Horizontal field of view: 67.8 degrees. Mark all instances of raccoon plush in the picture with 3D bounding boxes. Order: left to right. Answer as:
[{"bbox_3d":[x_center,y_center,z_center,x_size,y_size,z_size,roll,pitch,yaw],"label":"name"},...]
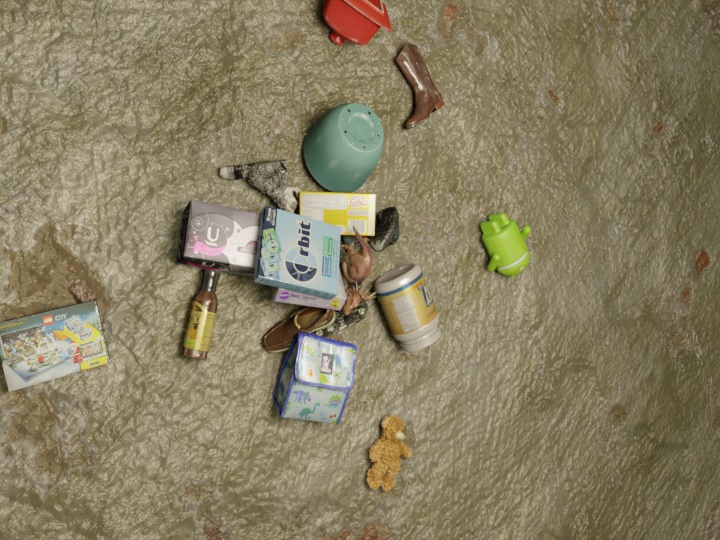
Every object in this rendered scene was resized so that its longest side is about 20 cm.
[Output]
[{"bbox_3d":[-0.243,-0.200,1.340,0.191,0.097,0.140,-4,106,3],"label":"raccoon plush"}]

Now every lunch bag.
[{"bbox_3d":[-0.109,0.265,1.337,0.165,0.127,0.207,15,99,-26],"label":"lunch bag"}]

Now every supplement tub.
[{"bbox_3d":[0.132,0.101,1.471,0.142,0.143,0.206,-28,102,-23],"label":"supplement tub"}]

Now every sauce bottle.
[{"bbox_3d":[-0.372,0.102,1.262,0.063,0.064,0.209,13,82,-25],"label":"sauce bottle"}]

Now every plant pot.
[{"bbox_3d":[-0.028,-0.324,1.362,0.193,0.160,0.209,8,72,-25],"label":"plant pot"}]

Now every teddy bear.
[{"bbox_3d":[0.081,0.510,1.483,0.144,0.066,0.204,38,74,-24],"label":"teddy bear"}]

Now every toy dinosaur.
[{"bbox_3d":[0.000,0.000,1.331,0.082,0.137,0.207,2,118,-19],"label":"toy dinosaur"}]

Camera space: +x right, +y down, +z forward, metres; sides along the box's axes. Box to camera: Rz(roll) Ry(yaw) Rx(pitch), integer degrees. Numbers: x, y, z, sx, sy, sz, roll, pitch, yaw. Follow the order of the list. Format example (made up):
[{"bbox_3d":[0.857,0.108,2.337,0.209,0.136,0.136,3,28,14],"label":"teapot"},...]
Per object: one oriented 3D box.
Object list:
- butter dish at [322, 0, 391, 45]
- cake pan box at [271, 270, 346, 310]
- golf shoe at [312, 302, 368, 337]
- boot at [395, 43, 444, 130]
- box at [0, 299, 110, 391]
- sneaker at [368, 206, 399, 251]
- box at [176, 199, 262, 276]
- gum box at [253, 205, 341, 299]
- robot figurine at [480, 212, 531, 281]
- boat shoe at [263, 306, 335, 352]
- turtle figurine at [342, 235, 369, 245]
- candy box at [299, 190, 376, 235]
[{"bbox_3d":[-0.031,-0.666,1.407,0.195,0.148,0.204,25,37,-24],"label":"butter dish"},{"bbox_3d":[-0.137,0.000,1.330,0.178,0.053,0.204,13,40,-26],"label":"cake pan box"},{"bbox_3d":[-0.068,0.136,1.406,0.193,0.089,0.080,-18,69,-1],"label":"golf shoe"},{"bbox_3d":[0.143,-0.527,1.528,0.186,0.063,0.204,-44,112,-34],"label":"boot"},{"bbox_3d":[-0.648,0.155,1.135,0.194,0.037,0.142,-14,96,-26],"label":"box"},{"bbox_3d":[0.076,-0.098,1.445,0.202,0.073,0.082,-64,140,-54],"label":"sneaker"},{"bbox_3d":[-0.317,-0.070,1.254,0.193,0.114,0.138,10,78,-25],"label":"box"},{"bbox_3d":[-0.142,-0.039,1.241,0.193,0.044,0.177,14,65,-26],"label":"gum box"},{"bbox_3d":[0.447,-0.074,1.647,0.174,0.115,0.204,-37,105,-24],"label":"robot figurine"},{"bbox_3d":[-0.158,0.133,1.332,0.197,0.075,0.076,-29,68,-4],"label":"boat shoe"},{"bbox_3d":[-0.046,-0.141,1.414,0.192,0.100,0.157,0,87,-20],"label":"turtle figurine"},{"bbox_3d":[-0.058,-0.144,1.350,0.191,0.026,0.107,2,99,-5],"label":"candy box"}]
